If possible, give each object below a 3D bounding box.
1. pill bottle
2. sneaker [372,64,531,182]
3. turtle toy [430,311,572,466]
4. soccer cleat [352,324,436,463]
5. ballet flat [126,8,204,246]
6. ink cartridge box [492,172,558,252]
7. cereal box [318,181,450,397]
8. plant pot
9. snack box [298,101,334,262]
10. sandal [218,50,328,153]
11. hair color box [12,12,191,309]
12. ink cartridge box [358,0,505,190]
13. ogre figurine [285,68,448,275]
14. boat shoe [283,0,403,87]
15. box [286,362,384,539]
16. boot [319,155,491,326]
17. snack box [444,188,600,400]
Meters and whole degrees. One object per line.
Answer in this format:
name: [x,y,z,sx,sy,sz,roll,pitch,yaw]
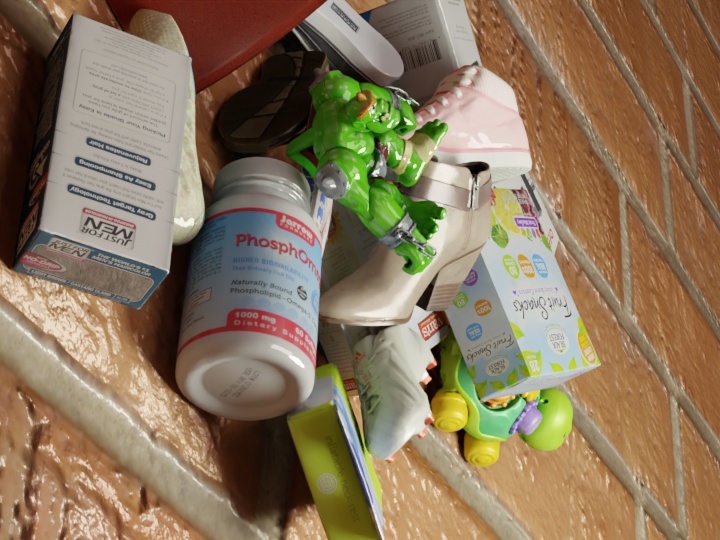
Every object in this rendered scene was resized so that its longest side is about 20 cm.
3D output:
pill bottle: [-0.086,0.011,1.399,0.109,0.108,0.200,47,35,-43]
sneaker: [0.068,-0.139,1.634,0.200,0.075,0.105,-2,82,-31]
turtle toy: [0.149,0.125,1.823,0.200,0.101,0.146,48,35,-42]
soccer cleat: [0.021,0.099,1.516,0.078,0.069,0.200,46,19,-13]
ballet flat: [-0.164,-0.119,1.377,0.062,0.067,0.201,4,70,-53]
ink cartridge box: [0.139,-0.071,1.949,0.200,0.084,0.144,63,26,-22]
cereal box: [0.000,0.000,1.628,0.144,0.039,0.201,-32,105,-48]
plant pot: [-0.105,-0.290,1.472,0.200,0.176,0.200,62,26,-23]
snack box: [-0.042,-0.056,1.524,0.072,0.024,0.201,66,32,-69]
sandal: [-0.073,-0.146,1.592,0.200,0.081,0.055,-72,160,-61]
hair color box: [-0.185,-0.081,1.265,0.100,0.061,0.200,19,51,-22]
ink cartridge box: [0.052,-0.166,1.758,0.084,0.144,0.201,-10,84,-66]
ogre figurine: [0.009,-0.094,1.466,0.120,0.098,0.201,30,56,-31]
boat shoe: [-0.049,-0.241,1.691,0.200,0.068,0.072,43,35,-11]
box: [-0.019,0.154,1.434,0.200,0.048,0.122,-95,166,-83]
boot: [0.043,-0.031,1.556,0.200,0.070,0.147,-9,117,-51]
snack box: [0.142,0.020,1.721,0.169,0.068,0.201,-4,70,-59]
